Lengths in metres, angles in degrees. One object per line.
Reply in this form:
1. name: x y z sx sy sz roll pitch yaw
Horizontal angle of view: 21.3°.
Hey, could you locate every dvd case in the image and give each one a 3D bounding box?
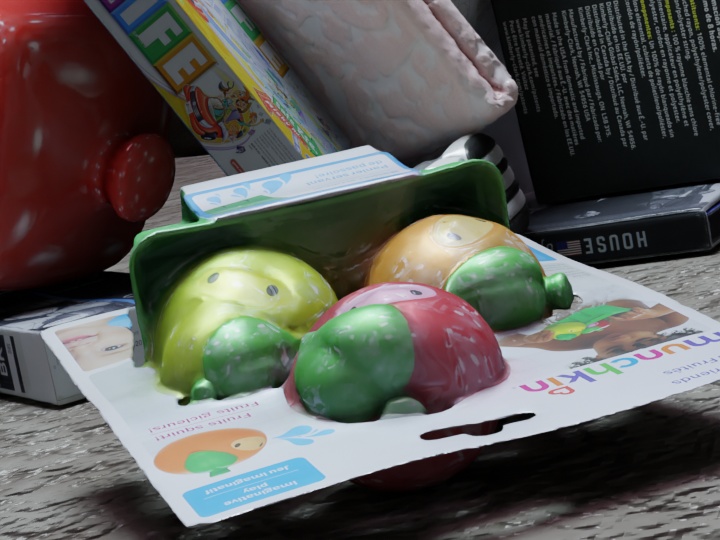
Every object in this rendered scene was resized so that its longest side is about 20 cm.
1. dvd case: 0.138 -0.031 1.018 0.150 0.025 0.200 -8 8 26

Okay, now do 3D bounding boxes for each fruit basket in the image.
1. fruit basket: 0.005 0.018 0.602 0.185 0.094 0.200 -13 11 -17

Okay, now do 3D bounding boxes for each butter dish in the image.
1. butter dish: -0.156 -0.065 0.939 0.148 0.200 0.200 23 18 27

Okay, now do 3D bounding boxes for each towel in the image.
1. towel: -0.031 -0.128 0.977 0.032 0.191 0.200 -45 10 -27

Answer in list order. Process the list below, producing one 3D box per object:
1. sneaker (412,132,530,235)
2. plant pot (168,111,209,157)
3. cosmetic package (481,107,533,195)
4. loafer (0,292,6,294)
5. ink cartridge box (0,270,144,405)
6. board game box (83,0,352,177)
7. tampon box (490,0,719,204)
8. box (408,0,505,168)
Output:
1. sneaker: 0.000 0.000 0.878 0.115 0.075 0.200 -23 3 25
2. plant pot: -0.141 -0.141 1.126 0.200 0.187 0.187 -22 13 -41
3. cosmetic package: 0.055 -0.061 1.178 0.199 0.071 0.101 -13 7 -7
4. loafer: -0.274 0.029 1.004 0.200 0.068 0.070 -15 -1 -43
5. ink cartridge box: -0.146 0.029 0.939 0.099 0.039 0.200 -17 9 -31
6. board game box: -0.082 -0.116 0.912 0.034 0.200 0.134 -37 10 11
7. tampon box: 0.194 -0.126 1.008 0.200 0.127 0.150 -6 17 30
8. box: 0.027 -0.164 1.026 0.097 0.200 0.124 27 58 16
